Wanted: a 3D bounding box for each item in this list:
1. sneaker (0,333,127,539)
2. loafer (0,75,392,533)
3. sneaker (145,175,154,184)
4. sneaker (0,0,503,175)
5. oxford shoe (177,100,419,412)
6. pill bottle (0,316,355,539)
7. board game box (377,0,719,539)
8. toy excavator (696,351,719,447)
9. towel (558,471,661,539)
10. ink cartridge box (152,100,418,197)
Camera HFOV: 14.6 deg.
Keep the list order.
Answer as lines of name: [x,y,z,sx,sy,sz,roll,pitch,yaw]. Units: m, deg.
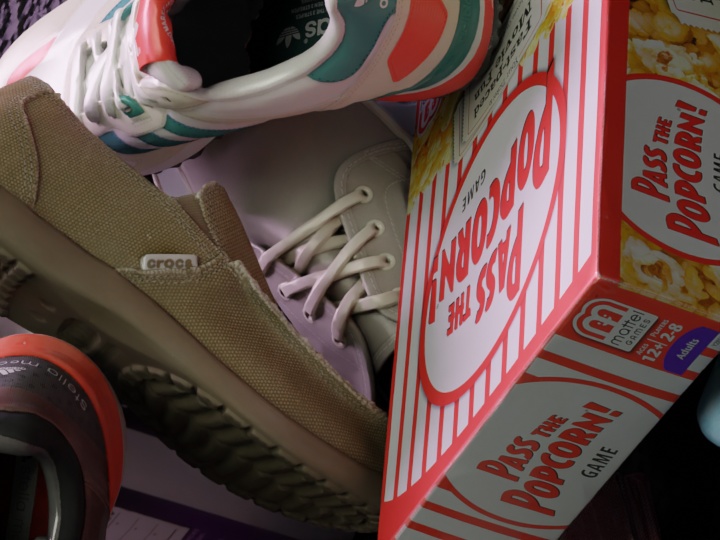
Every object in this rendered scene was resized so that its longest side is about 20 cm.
sneaker: [-0.111,0.124,0.865,0.077,0.082,0.200,-2,104,7]
loafer: [-0.055,0.009,0.887,0.067,0.200,0.076,-57,15,-21]
sneaker: [-0.121,-0.023,1.107,0.077,0.089,0.200,31,99,47]
sneaker: [-0.059,-0.075,0.901,0.200,0.093,0.070,-10,81,32]
oxford shoe: [0.000,0.000,0.942,0.075,0.058,0.200,-40,79,17]
pill bottle: [-0.099,0.050,0.977,0.111,0.200,0.112,-18,62,38]
board game box: [0.061,-0.023,0.851,0.152,0.046,0.200,124,159,-45]
toy excavator: [0.133,0.022,0.822,0.200,0.194,0.100,26,93,18]
towel: [0.030,0.157,0.920,0.200,0.023,0.144,-21,76,39]
ink cartridge box: [-0.009,-0.139,0.981,0.199,0.041,0.200,-19,98,8]
